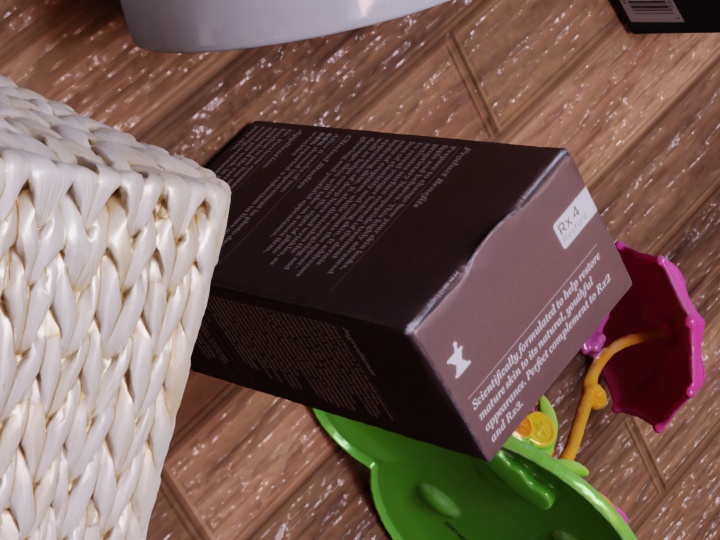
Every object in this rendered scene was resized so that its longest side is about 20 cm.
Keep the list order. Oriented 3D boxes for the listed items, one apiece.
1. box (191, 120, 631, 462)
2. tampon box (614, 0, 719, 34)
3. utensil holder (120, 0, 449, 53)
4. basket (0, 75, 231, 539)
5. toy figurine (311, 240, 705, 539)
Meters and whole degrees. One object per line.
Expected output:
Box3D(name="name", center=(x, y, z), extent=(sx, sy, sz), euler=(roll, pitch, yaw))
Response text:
Box3D(name="box", center=(0.000, 0.000, 0.663), extent=(0.100, 0.199, 0.075), euler=(-46, 121, -23))
Box3D(name="tampon box", center=(0.205, -0.243, 0.839), extent=(0.201, 0.126, 0.150), euler=(-51, 124, -22))
Box3D(name="utensil holder", center=(-0.036, -0.203, 0.632), extent=(0.169, 0.169, 0.202), euler=(-25, 113, -33))
Box3D(name="basket", center=(-0.171, 0.025, 0.514), extent=(0.160, 0.197, 0.203), euler=(1, 108, -46))
Box3D(name="toy figurine", center=(0.093, 0.052, 0.816), extent=(0.200, 0.150, 0.185), euler=(43, 54, -8))
